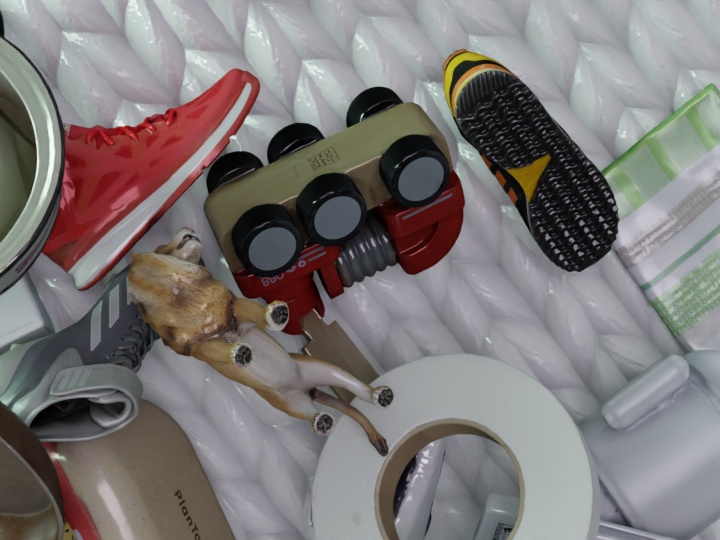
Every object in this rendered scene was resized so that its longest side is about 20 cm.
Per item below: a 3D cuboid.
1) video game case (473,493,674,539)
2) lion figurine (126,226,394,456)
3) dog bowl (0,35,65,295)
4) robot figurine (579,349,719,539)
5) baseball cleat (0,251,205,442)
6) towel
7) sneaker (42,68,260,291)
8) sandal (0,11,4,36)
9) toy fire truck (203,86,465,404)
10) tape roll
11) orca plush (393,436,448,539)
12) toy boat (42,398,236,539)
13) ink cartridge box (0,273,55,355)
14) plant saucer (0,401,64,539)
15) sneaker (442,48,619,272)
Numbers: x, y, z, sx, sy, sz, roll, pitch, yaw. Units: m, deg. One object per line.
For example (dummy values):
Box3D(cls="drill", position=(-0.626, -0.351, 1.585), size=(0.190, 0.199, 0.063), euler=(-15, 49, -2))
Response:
Box3D(cls="video game case", position=(0.175, 0.236, 1.005), size=(0.198, 0.018, 0.144), euler=(14, 132, 2))
Box3D(cls="lion figurine", position=(-0.070, 0.057, 0.932), size=(0.073, 0.122, 0.200), euler=(-53, 123, -20))
Box3D(cls="dog bowl", position=(-0.282, -0.059, 0.882), size=(0.198, 0.074, 0.203), euler=(0, 73, 0))
Box3D(cls="robot figurine", position=(0.237, 0.136, 1.030), size=(0.199, 0.113, 0.170), euler=(-33, 129, -2))
Box3D(cls="baseball cleat", position=(-0.164, 0.058, 0.948), size=(0.200, 0.106, 0.070), euler=(-38, 137, -30))
Box3D(cls="towel", position=(0.282, -0.026, 1.081), size=(0.149, 0.031, 0.201), euler=(-38, 97, -7))
Box3D(cls="sneaker", position=(-0.171, -0.093, 0.983), size=(0.115, 0.078, 0.200), euler=(43, 84, -9))
Box3D(cls="sandal", position=(-0.277, -0.104, 0.964), size=(0.074, 0.048, 0.203), euler=(-1, 67, -1))
Box3D(cls="toy fire truck", position=(0.000, 0.000, 1.005), size=(0.175, 0.129, 0.201), euler=(-25, 131, -7))
Box3D(cls="tape roll", position=(0.063, 0.158, 0.941), size=(0.200, 0.037, 0.205), euler=(-7, 69, 18))
Box3D(cls="orca plush", position=(0.006, 0.190, 1.021), size=(0.070, 0.105, 0.202), euler=(17, 101, 25))
Box3D(cls="toy boat", position=(-0.176, 0.191, 0.980), size=(0.130, 0.130, 0.202), euler=(-22, 95, 21))
Box3D(cls="ink cartridge box", position=(-0.334, -0.007, 0.985), size=(0.159, 0.047, 0.201), euler=(-26, 79, -7))
Box3D(cls="plant saucer", position=(-0.275, 0.117, 0.895), size=(0.199, 0.200, 0.035), euler=(35, 50, -8))
Box3D(cls="sneaker", position=(0.128, -0.089, 1.036), size=(0.070, 0.090, 0.200), euler=(-35, 122, 8))
